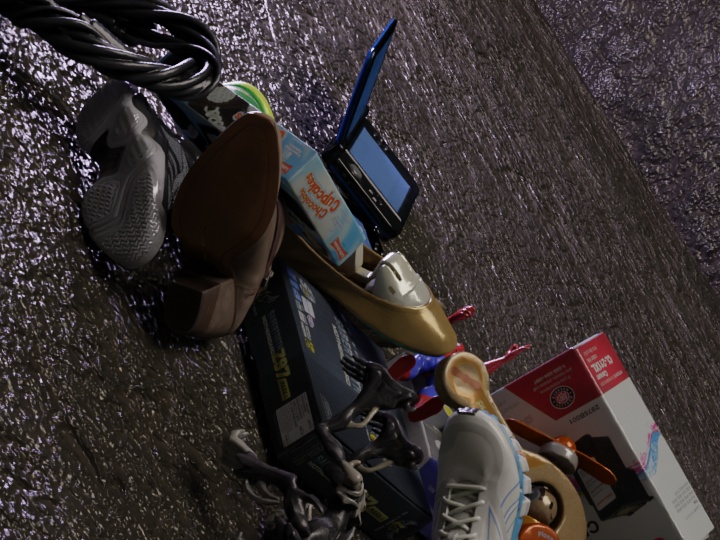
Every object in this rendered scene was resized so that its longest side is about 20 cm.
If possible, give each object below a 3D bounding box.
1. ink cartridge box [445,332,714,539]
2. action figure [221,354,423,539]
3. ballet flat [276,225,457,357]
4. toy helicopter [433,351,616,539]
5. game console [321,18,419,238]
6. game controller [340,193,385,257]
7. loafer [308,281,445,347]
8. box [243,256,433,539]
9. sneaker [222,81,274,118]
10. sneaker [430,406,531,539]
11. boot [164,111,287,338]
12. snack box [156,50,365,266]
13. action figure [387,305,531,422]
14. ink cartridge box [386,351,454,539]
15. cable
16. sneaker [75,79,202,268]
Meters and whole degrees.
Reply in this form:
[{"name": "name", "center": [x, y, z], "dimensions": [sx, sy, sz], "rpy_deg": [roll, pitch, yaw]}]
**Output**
[{"name": "ink cartridge box", "center": [0.191, 0.178, 1.741], "dimensions": [0.201, 0.145, 0.083], "rpy_deg": [60, 24, 5]}, {"name": "action figure", "center": [-0.038, 0.159, 1.388], "dimensions": [0.200, 0.102, 0.119], "rpy_deg": [-51, 142, -34]}, {"name": "ballet flat", "center": [0.000, 0.000, 1.670], "dimensions": [0.199, 0.063, 0.069], "rpy_deg": [31, 36, 12]}, {"name": "toy helicopter", "center": [0.127, 0.154, 1.655], "dimensions": [0.132, 0.079, 0.201], "rpy_deg": [-30, 95, -29]}, {"name": "game console", "center": [0.034, -0.153, 2.146], "dimensions": [0.171, 0.118, 0.200], "rpy_deg": [51, 18, -8]}, {"name": "game controller", "center": [-0.016, -0.031, 1.878], "dimensions": [0.105, 0.042, 0.200], "rpy_deg": [61, 11, 26]}, {"name": "loafer", "center": [0.000, 0.029, 1.788], "dimensions": [0.067, 0.076, 0.200], "rpy_deg": [49, 17, 26]}, {"name": "box", "center": [-0.022, 0.104, 1.612], "dimensions": [0.158, 0.051, 0.201], "rpy_deg": [45, 20, -40]}, {"name": "sneaker", "center": [-0.093, -0.077, 1.764], "dimensions": [0.083, 0.074, 0.201], "rpy_deg": [-4, 58, -54]}, {"name": "sneaker", "center": [0.085, 0.209, 1.564], "dimensions": [0.087, 0.075, 0.201], "rpy_deg": [-14, 102, -60]}, {"name": "boot", "center": [-0.089, -0.038, 1.500], "dimensions": [0.070, 0.201, 0.146], "rpy_deg": [30, 20, 9]}, {"name": "snack box", "center": [-0.086, -0.093, 1.628], "dimensions": [0.200, 0.037, 0.116], "rpy_deg": [37, -14, 39]}, {"name": "action figure", "center": [0.086, 0.073, 1.749], "dimensions": [0.065, 0.099, 0.200], "rpy_deg": [56, 11, 1]}, {"name": "ink cartridge box", "center": [0.100, 0.194, 1.785], "dimensions": [0.198, 0.047, 0.200], "rpy_deg": [43, 18, -33]}, {"name": "cable", "center": [-0.198, -0.192, 1.578], "dimensions": [0.199, 0.051, 0.163], "rpy_deg": [30, 16, 17]}, {"name": "sneaker", "center": [-0.152, -0.058, 1.534], "dimensions": [0.114, 0.075, 0.201], "rpy_deg": [38, 22, -37]}]
